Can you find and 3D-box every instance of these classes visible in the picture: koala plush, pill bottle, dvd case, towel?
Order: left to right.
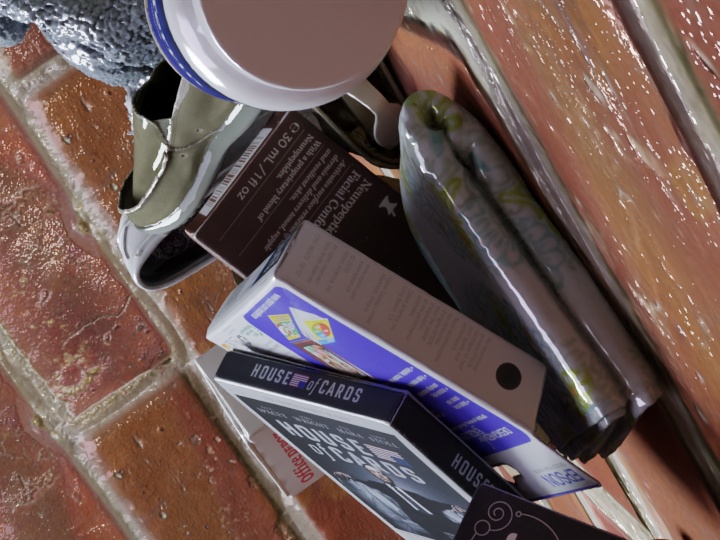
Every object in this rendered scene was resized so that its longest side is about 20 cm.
[{"bbox_3d":[-0.134,-0.164,1.215,0.183,0.178,0.200,31,164,43],"label":"koala plush"},{"bbox_3d":[-0.041,-0.135,0.878,0.116,0.115,0.200,57,175,-11],"label":"pill bottle"},{"bbox_3d":[0.027,0.114,1.030,0.150,0.025,0.200,10,154,47],"label":"dvd case"},{"bbox_3d":[0.085,0.007,0.981,0.201,0.048,0.171,56,172,11],"label":"towel"}]

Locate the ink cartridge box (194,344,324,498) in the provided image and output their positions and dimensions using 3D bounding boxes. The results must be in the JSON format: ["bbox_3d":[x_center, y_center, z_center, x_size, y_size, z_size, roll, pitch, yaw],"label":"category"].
[{"bbox_3d":[-0.010,0.066,1.393,0.086,0.199,0.148,53,174,27],"label":"ink cartridge box"}]

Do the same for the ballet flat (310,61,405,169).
[{"bbox_3d":[-0.012,-0.121,1.048,0.062,0.067,0.200,41,177,33],"label":"ballet flat"}]

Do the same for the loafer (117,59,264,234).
[{"bbox_3d":[-0.111,-0.098,1.138,0.069,0.200,0.076,22,-134,-18],"label":"loafer"}]

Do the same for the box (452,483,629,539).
[{"bbox_3d":[0.136,0.208,0.915,0.199,0.115,0.132,20,160,22],"label":"box"}]

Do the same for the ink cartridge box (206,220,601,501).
[{"bbox_3d":[0.023,0.059,0.992,0.199,0.044,0.198,34,162,-7],"label":"ink cartridge box"}]

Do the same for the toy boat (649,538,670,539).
[{"bbox_3d":[0.190,0.230,1.124,0.200,0.130,0.131,66,-161,-61],"label":"toy boat"}]

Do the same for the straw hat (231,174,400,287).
[{"bbox_3d":[0.018,-0.014,1.221,0.201,0.200,0.085,53,136,36],"label":"straw hat"}]

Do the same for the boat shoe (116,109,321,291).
[{"bbox_3d":[-0.076,-0.055,1.216,0.072,0.199,0.069,57,-172,-37],"label":"boat shoe"}]

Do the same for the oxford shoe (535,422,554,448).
[{"bbox_3d":[0.057,0.055,1.265,0.200,0.071,0.075,38,-171,17],"label":"oxford shoe"}]

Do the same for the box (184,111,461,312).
[{"bbox_3d":[0.000,0.000,1.118,0.200,0.100,0.075,37,178,-11],"label":"box"}]
